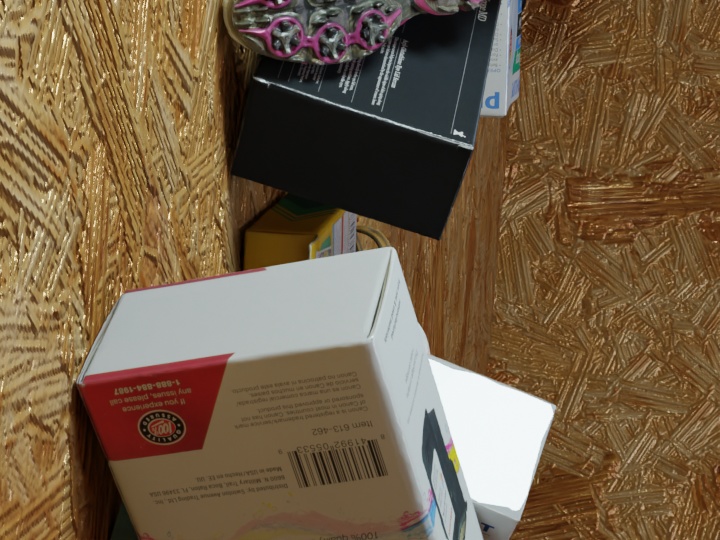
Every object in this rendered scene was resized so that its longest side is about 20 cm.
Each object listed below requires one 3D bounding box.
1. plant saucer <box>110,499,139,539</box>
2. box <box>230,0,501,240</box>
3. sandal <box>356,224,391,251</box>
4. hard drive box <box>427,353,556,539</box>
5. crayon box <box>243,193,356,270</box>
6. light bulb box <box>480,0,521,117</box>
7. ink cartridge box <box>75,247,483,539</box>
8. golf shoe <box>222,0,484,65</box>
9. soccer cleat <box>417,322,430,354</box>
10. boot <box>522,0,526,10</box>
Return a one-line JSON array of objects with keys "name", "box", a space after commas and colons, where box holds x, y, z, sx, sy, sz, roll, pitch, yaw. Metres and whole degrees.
[{"name": "plant saucer", "box": [-0.098, 0.196, 1.089, 0.201, 0.038, 0.203, 2, 90, -82]}, {"name": "box", "box": [0.008, -0.122, 1.324, 0.201, 0.140, 0.079, -75, -179, -54]}, {"name": "sandal", "box": [0.000, 0.000, 1.580, 0.200, 0.053, 0.081, -107, -160, -81]}, {"name": "hard drive box", "box": [0.003, 0.122, 1.139, 0.201, 0.155, 0.077, 107, 5, -55]}, {"name": "crayon box", "box": [-0.042, 0.023, 1.384, 0.200, 0.051, 0.127, -55, 148, -77]}, {"name": "light bulb box", "box": [0.088, -0.254, 1.972, 0.198, 0.124, 0.202, -53, 144, -77]}, {"name": "ink cartridge box", "box": [-0.030, 0.104, 0.997, 0.083, 0.144, 0.201, -74, 151, -57]}, {"name": "golf shoe", "box": [-0.008, -0.172, 1.274, 0.199, 0.092, 0.073, -20, 109, -34]}, {"name": "soccer cleat", "box": [0.001, 0.122, 1.377, 0.085, 0.068, 0.202, 83, 26, -80]}, {"name": "boot", "box": [0.180, -0.365, 2.881, 0.201, 0.069, 0.175, 75, 25, -55]}]
